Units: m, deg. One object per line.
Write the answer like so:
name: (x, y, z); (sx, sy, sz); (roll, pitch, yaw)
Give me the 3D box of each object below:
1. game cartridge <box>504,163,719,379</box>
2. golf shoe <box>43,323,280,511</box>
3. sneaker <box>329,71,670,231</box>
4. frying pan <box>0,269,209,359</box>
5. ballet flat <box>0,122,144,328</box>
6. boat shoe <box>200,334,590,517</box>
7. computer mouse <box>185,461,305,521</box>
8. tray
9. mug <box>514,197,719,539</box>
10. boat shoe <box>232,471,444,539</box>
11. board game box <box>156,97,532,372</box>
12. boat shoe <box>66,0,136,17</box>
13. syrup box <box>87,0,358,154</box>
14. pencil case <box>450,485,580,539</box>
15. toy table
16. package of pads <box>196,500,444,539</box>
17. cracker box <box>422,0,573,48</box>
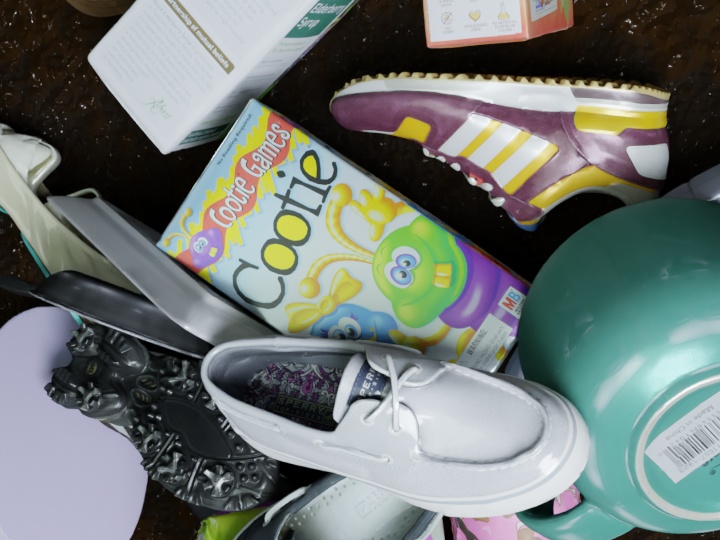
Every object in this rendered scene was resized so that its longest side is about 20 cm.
game cartridge: (0.184, 0.031, 0.690); (0.133, 0.041, 0.200); (39, 114, -12)
golf shoe: (-0.106, 0.094, 0.761); (0.200, 0.094, 0.078); (28, 83, 40)
sneaker: (0.076, -0.069, 0.704); (0.200, 0.075, 0.090); (5, 100, 19)
frying pan: (-0.157, 0.022, 0.753); (0.115, 0.190, 0.031); (23, 86, -29)
ballet flat: (-0.215, -0.048, 0.825); (0.069, 0.069, 0.200); (-39, 91, 23)
boat shoe: (0.009, 0.064, 0.584); (0.200, 0.069, 0.072); (12, 68, 35)
computer mouse: (-0.051, 0.151, 0.820); (0.140, 0.046, 0.200); (-37, 89, 24)
tray: (-0.108, 0.006, 0.727); (0.022, 0.107, 0.200); (-55, 42, 0)
mug: (0.163, 0.069, 0.616); (0.152, 0.114, 0.185); (-1, 118, -6)
boat shoe: (-0.024, 0.150, 0.650); (0.076, 0.060, 0.200); (45, 102, 8)
board game box: (0.000, 0.000, 0.720); (0.200, 0.105, 0.103); (34, 95, 8)
boat shoe: (-0.121, -0.227, 0.740); (0.072, 0.072, 0.200); (43, 136, -14)
syrup box: (-0.061, -0.167, 0.724); (0.200, 0.079, 0.081); (-40, 88, 23)
pencil case: (0.098, 0.198, 0.762); (0.083, 0.086, 0.200); (12, 110, 48)
toy table: (-0.226, 0.138, 0.821); (0.184, 0.200, 0.117); (29, 128, -25)
package of pads: (-0.017, 0.236, 0.734); (0.154, 0.068, 0.200); (-8, 78, -14)
cracker box: (0.069, -0.223, 0.635); (0.058, 0.134, 0.200); (-1, 103, 20)
